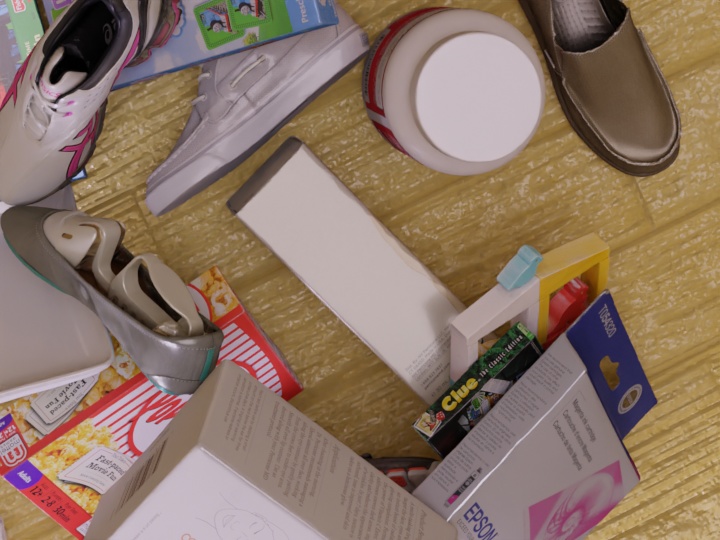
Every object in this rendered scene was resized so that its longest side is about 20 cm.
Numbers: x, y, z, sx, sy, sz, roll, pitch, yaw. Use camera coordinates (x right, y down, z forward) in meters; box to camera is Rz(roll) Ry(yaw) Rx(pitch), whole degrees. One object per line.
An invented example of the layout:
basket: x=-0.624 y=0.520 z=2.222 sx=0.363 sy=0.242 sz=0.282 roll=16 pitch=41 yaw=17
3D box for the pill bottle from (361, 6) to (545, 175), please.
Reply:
pill bottle: x=0.065 y=-0.125 z=1.488 sx=0.111 sy=0.200 sz=0.113 roll=-1 pitch=98 yaw=-7

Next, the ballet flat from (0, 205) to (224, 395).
ballet flat: x=-0.162 y=0.001 z=1.441 sx=0.200 sy=0.067 sz=0.064 roll=42 pitch=126 yaw=24

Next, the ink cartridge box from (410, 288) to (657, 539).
ink cartridge box: x=0.139 y=0.135 z=1.534 sx=0.200 sy=0.197 sz=0.043 roll=-45 pitch=58 yaw=-7

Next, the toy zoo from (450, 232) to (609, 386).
toy zoo: x=0.118 y=0.054 z=1.524 sx=0.131 sy=0.020 sz=0.201 roll=-31 pitch=145 yaw=-23

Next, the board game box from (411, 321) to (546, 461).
board game box: x=0.110 y=0.116 z=1.541 sx=0.105 sy=0.200 sz=0.023 roll=-46 pitch=58 yaw=-5

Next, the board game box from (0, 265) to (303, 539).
board game box: x=-0.151 y=0.097 z=1.521 sx=0.199 sy=0.152 sz=0.046 roll=-35 pitch=62 yaw=-1

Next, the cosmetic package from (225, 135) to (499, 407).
cosmetic package: x=0.000 y=0.000 z=1.547 sx=0.073 sy=0.104 sz=0.200 roll=-45 pitch=101 yaw=0

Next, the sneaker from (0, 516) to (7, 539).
sneaker: x=-0.299 y=0.273 z=1.562 sx=0.115 sy=0.074 sz=0.202 roll=2 pitch=96 yaw=-4

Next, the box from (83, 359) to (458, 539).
box: x=-0.061 y=0.187 z=1.397 sx=0.200 sy=0.107 sz=0.152 roll=38 pitch=117 yaw=-13

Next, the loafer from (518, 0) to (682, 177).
loafer: x=0.171 y=-0.155 z=1.564 sx=0.076 sy=0.067 sz=0.201 roll=-34 pitch=100 yaw=-1

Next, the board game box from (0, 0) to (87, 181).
board game box: x=-0.310 y=-0.111 z=1.527 sx=0.199 sy=0.037 sz=0.152 roll=-16 pitch=95 yaw=-4

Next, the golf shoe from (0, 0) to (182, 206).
golf shoe: x=-0.203 y=-0.125 z=1.453 sx=0.073 sy=0.092 sz=0.200 roll=40 pitch=112 yaw=10

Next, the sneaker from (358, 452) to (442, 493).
sneaker: x=-0.032 y=0.145 z=1.569 sx=0.198 sy=0.082 sz=0.077 roll=-5 pitch=138 yaw=1

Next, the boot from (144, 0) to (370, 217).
boot: x=-0.095 y=-0.133 z=1.543 sx=0.200 sy=0.074 sz=0.096 roll=-40 pitch=89 yaw=-5

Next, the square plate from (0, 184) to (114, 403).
square plate: x=-0.278 y=0.033 z=1.493 sx=0.199 sy=0.199 sz=0.029 roll=-17 pitch=134 yaw=-4

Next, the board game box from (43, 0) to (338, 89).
board game box: x=-0.129 y=-0.216 z=1.485 sx=0.199 sy=0.037 sz=0.152 roll=-14 pitch=93 yaw=23
